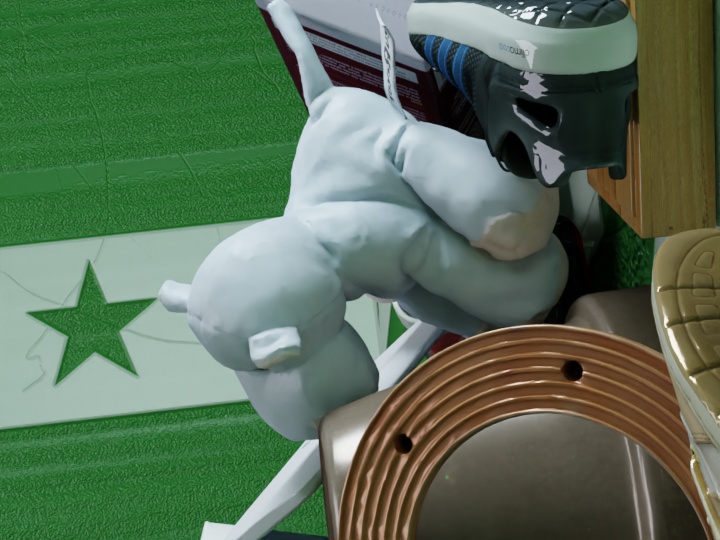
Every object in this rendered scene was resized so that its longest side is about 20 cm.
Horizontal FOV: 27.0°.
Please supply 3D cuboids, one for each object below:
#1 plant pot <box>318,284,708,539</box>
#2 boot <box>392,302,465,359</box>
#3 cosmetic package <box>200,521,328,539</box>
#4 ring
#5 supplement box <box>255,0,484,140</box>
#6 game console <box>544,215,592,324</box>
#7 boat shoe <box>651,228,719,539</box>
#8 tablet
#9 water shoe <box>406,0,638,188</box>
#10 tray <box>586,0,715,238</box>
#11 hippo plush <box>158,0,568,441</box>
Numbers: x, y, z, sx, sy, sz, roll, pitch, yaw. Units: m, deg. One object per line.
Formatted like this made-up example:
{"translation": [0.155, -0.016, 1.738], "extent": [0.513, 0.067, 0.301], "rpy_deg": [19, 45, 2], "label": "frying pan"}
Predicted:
{"translation": [0.071, 0.115, 0.708], "extent": [0.200, 0.173, 0.203], "rpy_deg": [174, 90, -85], "label": "plant pot"}
{"translation": [0.062, -0.024, 1.119], "extent": [0.144, 0.072, 0.202], "rpy_deg": [58, -149, -62], "label": "boot"}
{"translation": [-0.002, 0.219, 0.856], "extent": [0.108, 0.198, 0.085], "rpy_deg": [-81, -4, -48], "label": "cosmetic package"}
{"translation": [0.081, 0.121, 0.598], "extent": [0.019, 0.199, 0.203], "rpy_deg": [-10, -86, -61], "label": "ring"}
{"translation": [0.019, -0.111, 0.863], "extent": [0.061, 0.108, 0.200], "rpy_deg": [-61, -20, -15], "label": "supplement box"}
{"translation": [0.059, 0.059, 0.898], "extent": [0.200, 0.118, 0.174], "rpy_deg": [-164, 61, -75], "label": "game console"}
{"translation": [0.130, 0.065, 0.446], "extent": [0.201, 0.073, 0.070], "rpy_deg": [-101, 12, -51], "label": "boat shoe"}
{"translation": [-0.010, 0.088, 0.860], "extent": [0.200, 0.014, 0.130], "rpy_deg": [-47, 1, -43], "label": "tablet"}
{"translation": [0.064, -0.081, 0.659], "extent": [0.200, 0.071, 0.080], "rpy_deg": [-125, 31, -76], "label": "water shoe"}
{"translation": [0.118, -0.125, 0.637], "extent": [0.099, 0.037, 0.202], "rpy_deg": [-108, 13, -73], "label": "tray"}
{"translation": [0.000, 0.000, 0.745], "extent": [0.158, 0.161, 0.201], "rpy_deg": [15, 143, 41], "label": "hippo plush"}
